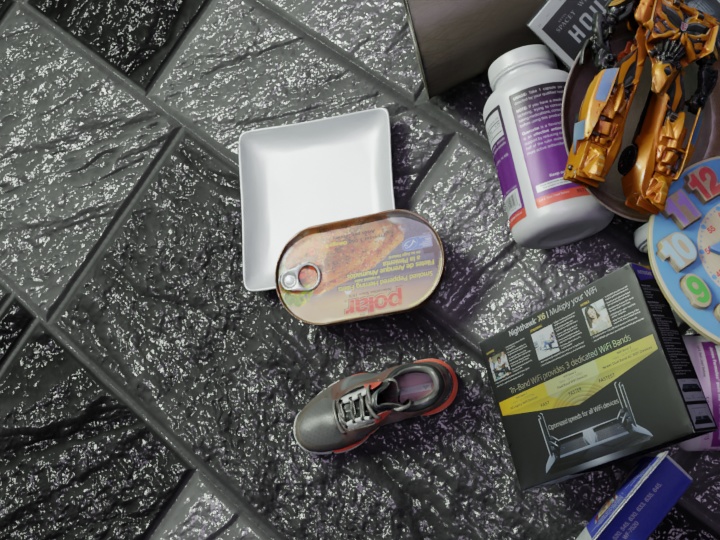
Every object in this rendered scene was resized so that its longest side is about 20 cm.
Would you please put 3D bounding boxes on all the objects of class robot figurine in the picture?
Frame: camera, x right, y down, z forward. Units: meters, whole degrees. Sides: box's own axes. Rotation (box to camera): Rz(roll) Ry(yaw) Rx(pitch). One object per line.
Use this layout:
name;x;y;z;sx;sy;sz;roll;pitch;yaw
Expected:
robot figurine;0.268;-0.165;0.716;0.142;0.058;0.205;19;90;-13

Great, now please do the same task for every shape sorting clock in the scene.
shape sorting clock;0.368;-0.019;0.721;0.194;0.039;0.205;-1;65;3

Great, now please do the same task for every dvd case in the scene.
dvd case;0.292;-0.243;0.792;0.199;0.025;0.151;40;109;-8

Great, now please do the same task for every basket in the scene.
basket;0.149;-0.312;0.881;0.195;0.136;0.185;-16;74;7

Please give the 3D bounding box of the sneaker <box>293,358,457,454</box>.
sneaker;0.008;0.142;0.846;0.196;0.082;0.079;-25;74;8

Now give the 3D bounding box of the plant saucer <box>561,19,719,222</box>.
plant saucer;0.285;-0.151;0.766;0.194;0.032;0.207;-1;95;-10

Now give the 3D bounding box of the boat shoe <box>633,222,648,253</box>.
boat shoe;0.386;-0.033;0.794;0.194;0.071;0.072;-10;73;5

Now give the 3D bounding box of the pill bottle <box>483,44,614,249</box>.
pill bottle;0.199;-0.134;0.838;0.109;0.112;0.206;-14;76;11

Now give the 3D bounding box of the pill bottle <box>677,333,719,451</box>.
pill bottle;0.399;0.112;0.735;0.194;0.112;0.116;-5;77;14

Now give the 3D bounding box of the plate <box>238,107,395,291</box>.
plate;-0.050;-0.083;0.934;0.194;0.032;0.206;-7;77;12

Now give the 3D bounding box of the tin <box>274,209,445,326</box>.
tin;0.000;0.000;0.871;0.194;0.042;0.115;-10;74;11

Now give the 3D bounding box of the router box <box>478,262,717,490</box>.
router box;0.221;0.109;0.755;0.199;0.051;0.161;-34;61;41

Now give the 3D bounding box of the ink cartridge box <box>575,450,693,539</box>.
ink cartridge box;0.224;0.255;0.705;0.047;0.200;0.199;40;90;19
